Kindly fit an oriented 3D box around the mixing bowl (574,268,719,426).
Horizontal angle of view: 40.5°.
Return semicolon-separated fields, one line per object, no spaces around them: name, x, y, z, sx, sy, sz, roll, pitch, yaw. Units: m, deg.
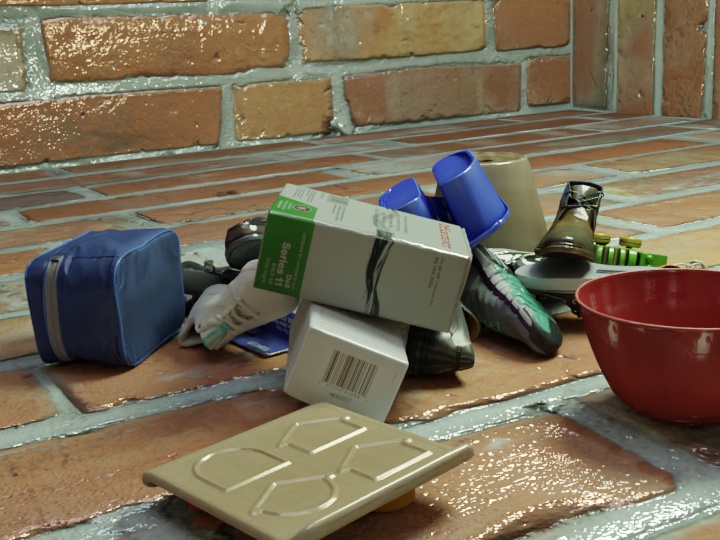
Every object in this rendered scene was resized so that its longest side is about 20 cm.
mixing bowl;0.296;0.073;0.891;0.199;0.109;0.200;-2;14;0

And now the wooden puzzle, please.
wooden puzzle;-0.040;0.162;0.753;0.185;0.047;0.199;-16;14;-42

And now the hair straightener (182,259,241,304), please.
hair straightener;-0.161;0.021;1.182;0.199;0.041;0.077;9;-21;43

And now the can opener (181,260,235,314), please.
can opener;-0.174;0.016;1.331;0.199;0.079;0.063;-12;-28;-20

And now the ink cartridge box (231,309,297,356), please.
ink cartridge box;-0.085;0.045;1.225;0.199;0.044;0.196;-12;17;-36

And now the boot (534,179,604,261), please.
boot;0.253;-0.063;1.179;0.074;0.098;0.200;7;5;14

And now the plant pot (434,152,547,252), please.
plant pot;0.174;-0.070;1.356;0.199;0.175;0.200;-4;15;1

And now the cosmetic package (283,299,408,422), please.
cosmetic package;-0.017;0.073;0.973;0.101;0.074;0.200;22;11;-6

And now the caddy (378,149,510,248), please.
caddy;0.102;-0.064;1.167;0.141;0.105;0.200;-27;13;7

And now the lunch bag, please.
lunch bag;-0.299;0.024;1.152;0.132;0.137;0.200;1;14;13

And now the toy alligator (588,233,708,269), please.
toy alligator;0.365;-0.013;1.304;0.199;0.060;0.054;9;5;12

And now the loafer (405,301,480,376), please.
loafer;0.095;0.064;1.073;0.072;0.073;0.200;9;25;7

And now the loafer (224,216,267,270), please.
loafer;-0.125;-0.037;1.214;0.072;0.063;0.200;-23;-14;10

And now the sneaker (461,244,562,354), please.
sneaker;0.160;0.054;1.133;0.074;0.088;0.200;33;15;-31

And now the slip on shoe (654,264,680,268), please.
slip on shoe;0.369;0.020;1.186;0.074;0.062;0.200;-10;14;-19

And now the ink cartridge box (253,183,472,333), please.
ink cartridge box;0.004;-0.016;0.992;0.199;0.084;0.147;13;15;0

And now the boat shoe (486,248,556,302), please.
boat shoe;0.213;0.007;1.246;0.199;0.071;0.064;-7;11;-20

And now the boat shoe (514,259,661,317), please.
boat shoe;0.279;0.029;1.153;0.199;0.067;0.070;3;20;28

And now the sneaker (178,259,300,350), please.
sneaker;-0.141;0.051;1.099;0.200;0.075;0.089;-24;20;53
